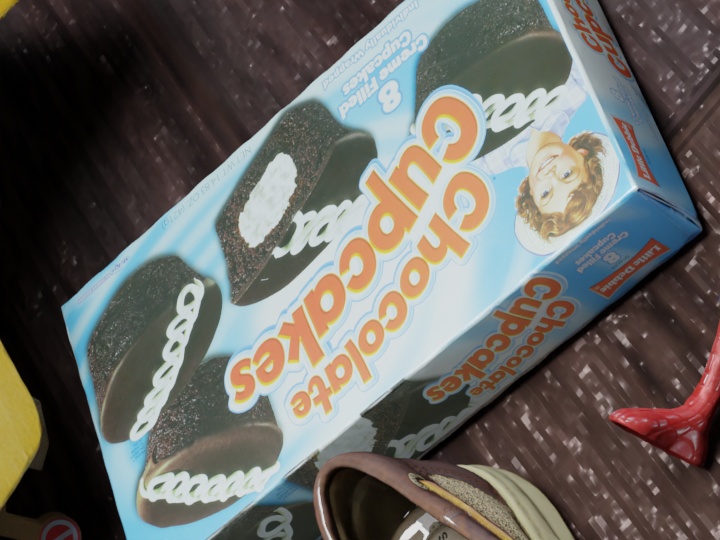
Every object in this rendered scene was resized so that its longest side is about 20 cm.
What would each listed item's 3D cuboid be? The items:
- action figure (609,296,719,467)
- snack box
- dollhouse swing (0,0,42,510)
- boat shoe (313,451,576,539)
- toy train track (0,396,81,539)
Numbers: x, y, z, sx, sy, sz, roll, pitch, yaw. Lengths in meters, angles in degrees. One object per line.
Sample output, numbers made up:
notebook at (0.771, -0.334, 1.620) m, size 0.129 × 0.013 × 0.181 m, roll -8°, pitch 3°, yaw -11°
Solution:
action figure at (0.114, -0.051, 0.724) m, size 0.065 × 0.099 × 0.201 m, roll 20°, pitch 82°, yaw 46°
snack box at (0.000, 0.000, 0.848) m, size 0.200 × 0.037 × 0.117 m, roll -40°, pitch 48°, yaw 22°
dollhouse swing at (-0.151, 0.011, 0.944) m, size 0.200 × 0.175 × 0.183 m, roll -24°, pitch 97°, yaw 57°
boat shoe at (0.044, 0.115, 0.723) m, size 0.072 × 0.072 × 0.200 m, roll -47°, pitch 45°, yaw 16°
toy train track at (-0.128, 0.137, 0.905) m, size 0.115 × 0.032 × 0.201 m, roll 19°, pitch 92°, yaw 64°
